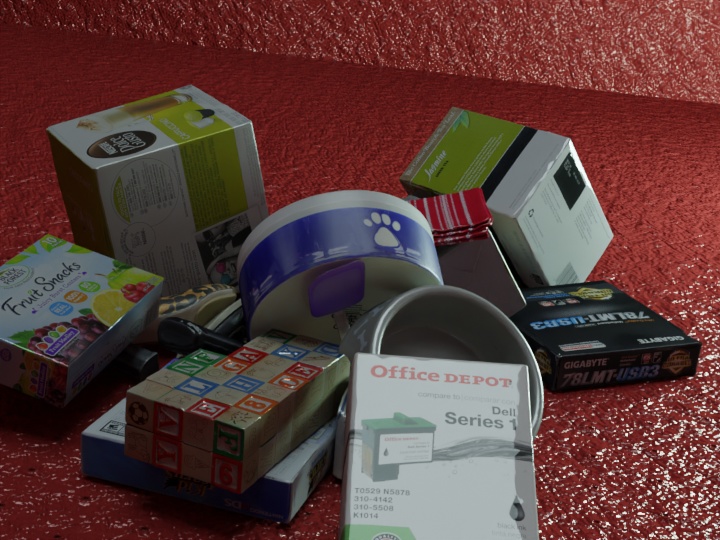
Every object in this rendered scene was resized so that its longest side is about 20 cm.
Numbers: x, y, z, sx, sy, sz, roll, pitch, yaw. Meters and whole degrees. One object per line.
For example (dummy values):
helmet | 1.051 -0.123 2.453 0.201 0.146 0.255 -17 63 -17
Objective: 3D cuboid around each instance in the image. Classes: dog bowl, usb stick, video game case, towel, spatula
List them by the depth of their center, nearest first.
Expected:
dog bowl | 0.076 0.103 1.076 0.198 0.059 0.202 13 58 -22
video game case | -0.123 0.150 1.096 0.198 0.046 0.181 11 20 16
spatula | -0.013 0.071 1.137 0.056 0.202 0.021 -19 39 -13
dog bowl | -0.019 0.016 1.175 0.198 0.201 0.079 -1 52 -16
usb stick | -0.132 0.081 1.183 0.055 0.033 0.200 17 -7 24
towel | 0.047 -0.055 1.351 0.197 0.023 0.145 -8 20 4

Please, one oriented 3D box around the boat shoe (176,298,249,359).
boat shoe | -0.124 0.065 1.299 0.063 0.072 0.200 52 32 -1

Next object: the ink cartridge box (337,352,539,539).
ink cartridge box | 0.057 0.167 0.911 0.144 0.085 0.202 4 50 -2

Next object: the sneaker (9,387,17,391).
sneaker | -0.349 0.067 1.234 0.082 0.072 0.200 2 22 -29

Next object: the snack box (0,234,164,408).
snack box | -0.299 0.043 1.173 0.141 0.053 0.200 19 27 10

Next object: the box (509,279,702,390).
box | 0.260 0.073 1.415 0.198 0.050 0.198 -4 20 -22

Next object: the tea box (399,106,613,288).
tea box | 0.189 -0.081 1.552 0.196 0.200 0.134 23 68 42

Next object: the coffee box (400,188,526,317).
coffee box | 0.100 -0.012 1.428 0.079 0.115 0.200 -33 26 -8

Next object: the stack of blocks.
stack of blocks | -0.102 0.112 1.050 0.114 0.059 0.200 14 20 22

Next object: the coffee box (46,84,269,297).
coffee box | -0.236 -0.081 1.434 0.196 0.202 0.199 -20 28 -22

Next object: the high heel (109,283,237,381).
high heel | -0.236 0.042 1.325 0.141 0.072 0.200 21 33 23

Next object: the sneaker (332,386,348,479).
sneaker | 0.060 0.136 1.131 0.114 0.082 0.199 11 19 24
